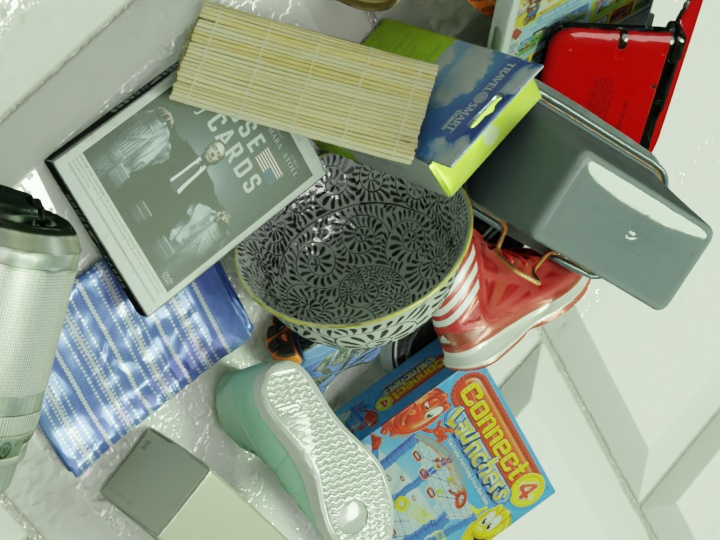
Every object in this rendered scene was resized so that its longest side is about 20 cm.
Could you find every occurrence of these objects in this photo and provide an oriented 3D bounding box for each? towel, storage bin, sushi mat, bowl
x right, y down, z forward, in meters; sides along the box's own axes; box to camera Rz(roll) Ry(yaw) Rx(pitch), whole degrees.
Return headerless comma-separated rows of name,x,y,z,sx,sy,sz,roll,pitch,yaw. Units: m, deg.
towel,-0.186,0.056,1.310,0.200,0.024,0.146,-39,125,-22
storage bin,0.184,-0.046,1.340,0.199,0.134,0.146,28,101,-28
sushi mat,-0.043,-0.147,1.261,0.198,0.012,0.097,15,66,-1
bowl,0.000,0.000,1.346,0.200,0.200,0.095,-38,141,-23

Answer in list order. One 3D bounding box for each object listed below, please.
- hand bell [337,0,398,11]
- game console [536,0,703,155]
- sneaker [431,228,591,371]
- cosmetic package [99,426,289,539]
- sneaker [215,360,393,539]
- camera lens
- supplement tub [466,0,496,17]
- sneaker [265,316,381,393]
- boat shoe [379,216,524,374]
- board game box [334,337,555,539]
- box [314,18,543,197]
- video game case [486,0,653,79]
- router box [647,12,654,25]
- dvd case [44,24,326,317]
hand bell,0.029,-0.324,1.333,0.104,0.103,0.201,46,62,-39
game console,0.221,-0.160,1.444,0.170,0.119,0.201,1,132,-10
sneaker,0.130,-0.008,1.425,0.200,0.078,0.116,-41,118,-40
cosmetic package,-0.117,0.229,1.372,0.073,0.103,0.200,-51,128,-12
sneaker,-0.050,0.162,1.385,0.074,0.118,0.202,-36,106,-27
camera lens,-0.290,0.039,1.128,0.159,0.159,0.202,10,98,-40
supplement tub,0.139,-0.315,1.330,0.122,0.123,0.200,29,110,-41
sneaker,0.003,0.036,1.436,0.199,0.075,0.079,-34,135,-18
boat shoe,0.092,0.019,1.494,0.201,0.068,0.072,-54,130,-12
board game box,0.057,0.186,1.496,0.195,0.056,0.201,-35,126,-4
box,0.053,-0.134,1.322,0.122,0.199,0.048,-48,131,-15
video game case,0.182,-0.214,1.381,0.199,0.023,0.183,-30,152,-26
router box,0.182,-0.162,1.509,0.149,0.062,0.202,8,100,-41
dvd case,-0.135,-0.082,1.289,0.200,0.025,0.151,-40,116,-21
